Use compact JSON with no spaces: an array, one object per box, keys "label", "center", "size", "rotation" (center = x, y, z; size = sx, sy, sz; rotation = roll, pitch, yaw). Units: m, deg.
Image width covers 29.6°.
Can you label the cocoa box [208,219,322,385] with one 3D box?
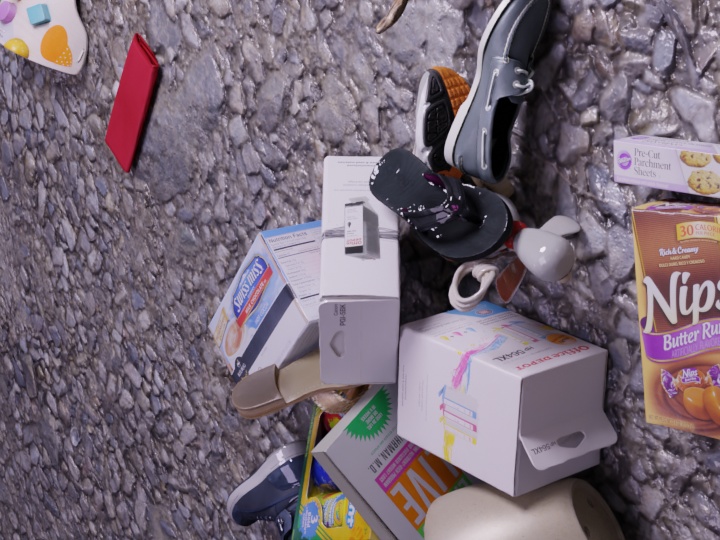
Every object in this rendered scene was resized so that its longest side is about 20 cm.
[{"label":"cocoa box","center":[-0.073,0.051,1.613],"size":[0.132,0.133,0.200],"rotation":[59,141,23]}]

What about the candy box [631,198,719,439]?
[{"label":"candy box","center":[0.301,0.042,1.185],"size":[0.116,0.056,0.202],"rotation":[8,108,52]}]

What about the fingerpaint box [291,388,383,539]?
[{"label":"fingerpaint box","center":[0.004,0.218,1.550],"size":[0.166,0.073,0.201],"rotation":[-18,57,54]}]

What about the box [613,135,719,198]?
[{"label":"box","center":[0.302,-0.084,1.151],"size":[0.199,0.039,0.042],"rotation":[16,114,49]}]

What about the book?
[{"label":"book","center":[0.055,0.221,1.447],"size":[0.200,0.134,0.048],"rotation":[51,152,-13]}]

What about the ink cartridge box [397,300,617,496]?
[{"label":"ink cartridge box","center":[0.148,0.127,1.356],"size":[0.199,0.128,0.126],"rotation":[21,117,47]}]

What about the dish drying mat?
[{"label":"dish drying mat","center":[-0.326,-0.237,1.941],"size":[0.077,0.018,0.201],"rotation":[53,139,28]}]

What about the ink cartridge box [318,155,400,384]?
[{"label":"ink cartridge box","center":[0.000,0.000,1.436],"size":[0.147,0.082,0.201],"rotation":[91,180,-49]}]

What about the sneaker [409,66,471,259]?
[{"label":"sneaker","center":[0.071,-0.113,1.421],"size":[0.092,0.075,0.202],"rotation":[18,115,53]}]

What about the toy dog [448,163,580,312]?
[{"label":"toy dog","center":[0.147,-0.024,1.326],"size":[0.132,0.096,0.201],"rotation":[-34,36,15]}]

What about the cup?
[{"label":"cup","center":[0.180,0.283,1.346],"size":[0.143,0.200,0.201],"rotation":[-34,74,23]}]

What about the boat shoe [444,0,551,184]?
[{"label":"boat shoe","center":[0.144,-0.176,1.289],"size":[0.062,0.073,0.201],"rotation":[39,119,34]}]

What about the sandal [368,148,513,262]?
[{"label":"sandal","center":[0.066,-0.066,1.310],"size":[0.200,0.048,0.076],"rotation":[32,91,47]}]

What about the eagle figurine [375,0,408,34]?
[{"label":"eagle figurine","center":[0.100,-0.314,1.265],"size":[0.200,0.150,0.153],"rotation":[157,116,-64]}]

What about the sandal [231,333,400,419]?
[{"label":"sandal","center":[-0.035,0.130,1.526],"size":[0.078,0.210,0.070],"rotation":[-98,-14,-46]}]

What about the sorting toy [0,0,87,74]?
[{"label":"sorting toy","center":[-0.481,-0.420,2.036],"size":[0.200,0.106,0.181],"rotation":[37,110,40]}]

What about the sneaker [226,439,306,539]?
[{"label":"sneaker","center":[-0.102,0.334,1.803],"size":[0.202,0.077,0.147],"rotation":[-50,60,47]}]
